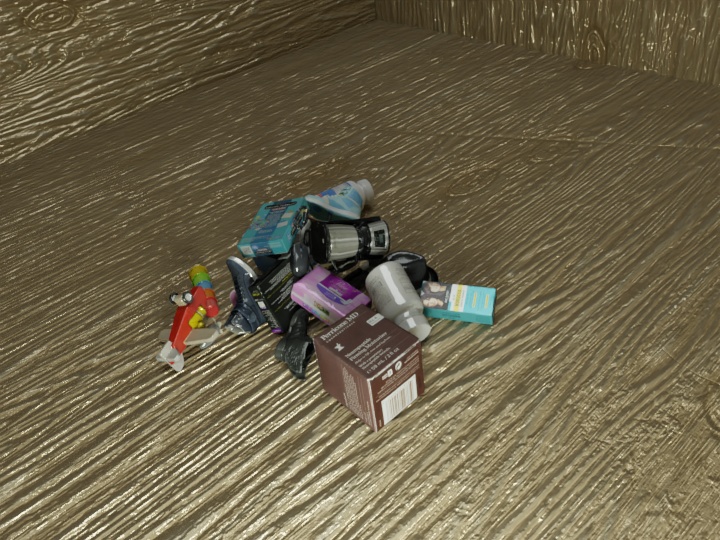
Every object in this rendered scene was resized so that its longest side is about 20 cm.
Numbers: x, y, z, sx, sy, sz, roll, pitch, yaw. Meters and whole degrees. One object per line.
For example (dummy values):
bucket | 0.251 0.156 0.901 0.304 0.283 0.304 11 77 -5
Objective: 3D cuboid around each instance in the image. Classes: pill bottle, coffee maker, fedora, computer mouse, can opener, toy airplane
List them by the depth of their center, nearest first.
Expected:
pill bottle | 0.098 0.087 1.582 0.112 0.116 0.202 -19 56 -14
toy airplane | -0.452 0.168 1.629 0.200 0.140 0.201 -47 46 12
computer mouse | -0.160 -0.081 1.683 0.057 0.206 0.034 8 -14 -25
coffee maker | -0.037 -0.093 1.722 0.195 0.138 0.192 -5 29 -25
fedora | 0.120 0.006 1.729 0.195 0.093 0.203 -6 37 5
can opener | 0.000 0.000 1.786 0.052 0.068 0.199 20 38 35
pill bottle | -0.055 -0.232 2.074 0.196 0.115 0.112 -25 38 -22

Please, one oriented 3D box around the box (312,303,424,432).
box | 0.021 0.217 1.408 0.164 0.168 0.198 -33 42 -29

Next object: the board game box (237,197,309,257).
board game box | -0.246 -0.124 1.769 0.147 0.048 0.202 -6 39 24

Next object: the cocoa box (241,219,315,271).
cocoa box | -0.232 -0.075 1.856 0.197 0.133 0.134 14 49 41

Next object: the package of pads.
package of pads | -0.077 0.077 1.654 0.198 0.077 0.120 32 45 21

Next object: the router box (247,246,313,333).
router box | -0.200 0.049 1.693 0.050 0.152 0.200 -7 29 42

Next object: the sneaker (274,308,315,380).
sneaker | -0.149 0.185 1.584 0.102 0.061 0.202 7 45 23

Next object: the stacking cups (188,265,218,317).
stacking cups | -0.460 0.060 1.815 0.059 0.062 0.201 -19 37 -14

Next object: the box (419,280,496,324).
box | 0.253 0.083 1.616 0.195 0.050 0.084 6 59 19

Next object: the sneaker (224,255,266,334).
sneaker | -0.331 0.075 1.670 0.146 0.204 0.076 -42 11 -32

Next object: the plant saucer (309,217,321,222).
plant saucer | -0.075 -0.122 1.924 0.195 0.036 0.200 16 3 -1

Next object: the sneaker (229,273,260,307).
sneaker | -0.281 0.044 1.789 0.195 0.082 0.089 -13 26 -5

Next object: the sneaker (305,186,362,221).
sneaker | -0.083 -0.221 1.967 0.195 0.080 0.133 21 60 -9

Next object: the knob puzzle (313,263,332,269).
knob puzzle | -0.141 -0.032 1.891 0.214 0.031 0.222 -15 35 11
